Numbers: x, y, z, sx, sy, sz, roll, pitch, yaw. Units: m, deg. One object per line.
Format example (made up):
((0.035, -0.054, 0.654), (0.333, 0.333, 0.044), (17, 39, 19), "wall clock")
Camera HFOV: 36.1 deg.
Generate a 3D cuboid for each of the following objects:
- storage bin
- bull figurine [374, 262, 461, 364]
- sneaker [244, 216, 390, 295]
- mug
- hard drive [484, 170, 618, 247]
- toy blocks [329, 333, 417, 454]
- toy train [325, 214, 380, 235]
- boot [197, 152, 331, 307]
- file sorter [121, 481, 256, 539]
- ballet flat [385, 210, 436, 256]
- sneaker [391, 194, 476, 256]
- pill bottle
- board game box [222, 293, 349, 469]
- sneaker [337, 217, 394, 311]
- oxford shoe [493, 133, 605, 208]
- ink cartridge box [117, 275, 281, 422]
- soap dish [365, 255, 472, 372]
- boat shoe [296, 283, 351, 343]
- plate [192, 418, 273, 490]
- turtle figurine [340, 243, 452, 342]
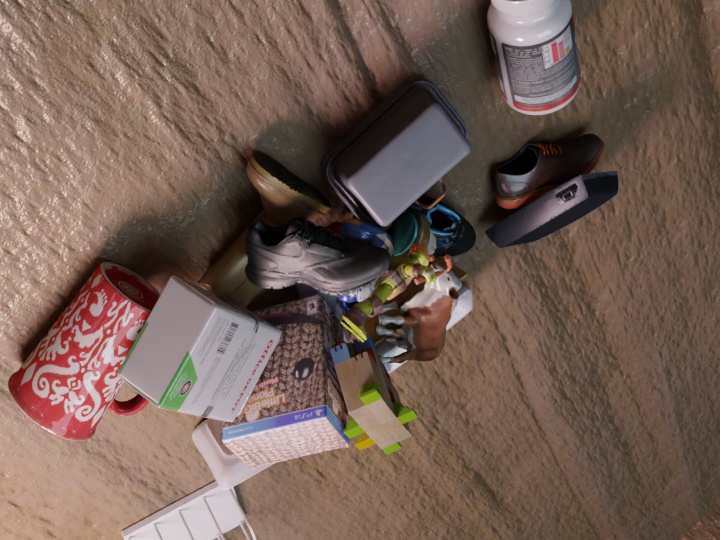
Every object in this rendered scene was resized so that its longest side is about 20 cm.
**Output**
((0.061, -0.141, 1.470), (0.199, 0.134, 0.146), (-40, 105, 5), "storage bin")
((0.082, 0.070, 1.594), (0.119, 0.066, 0.202), (-5, 141, -4), "bull figurine")
((-0.059, -0.023, 1.431), (0.196, 0.076, 0.092), (1, 124, 8), "sneaker")
((-0.340, 0.101, 1.455), (0.201, 0.133, 0.177), (-53, 160, 11), "mug")
((0.306, -0.094, 1.750), (0.199, 0.043, 0.134), (-32, 166, 39), "hard drive")
((0.010, 0.159, 1.570), (0.099, 0.138, 0.200), (-23, 148, 7), "toy blocks")
((-0.036, -0.046, 1.567), (0.199, 0.034, 0.046), (-30, 156, -40), "toy train")
((-0.149, -0.046, 1.498), (0.200, 0.066, 0.174), (-46, 141, 11), "boot")
((-0.273, 0.471, 1.855), (0.198, 0.125, 0.140), (-26, 141, -16), "file sorter")
((0.066, -0.035, 1.609), (0.071, 0.069, 0.200), (10, 158, -23), "ballet flat")
((0.124, -0.061, 1.673), (0.199, 0.081, 0.074), (20, 87, -49), "sneaker")
((0.233, -0.318, 1.495), (0.115, 0.116, 0.201), (-32, 142, -8), "pill bottle")
((-0.108, 0.158, 1.583), (0.157, 0.203, 0.097), (-15, 144, 14), "board game box")
((0.000, 0.000, 1.532), (0.201, 0.074, 0.089), (78, 34, -66), "sneaker")
((0.297, -0.170, 1.732), (0.198, 0.071, 0.073), (-29, 136, -11), "oxford shoe")
((-0.204, 0.108, 1.445), (0.148, 0.083, 0.200), (-60, 156, -2), "ink cartridge box")
((0.084, 0.071, 1.753), (0.199, 0.082, 0.158), (-36, 164, -3), "soap dish")
((-0.042, 0.035, 1.663), (0.068, 0.071, 0.201), (-62, 152, -30), "boat shoe")
((-0.153, 0.232, 1.681), (0.198, 0.199, 0.033), (-28, 115, -13), "plate")
((0.043, 0.018, 1.465), (0.064, 0.200, 0.161), (45, 80, -10), "turtle figurine")
